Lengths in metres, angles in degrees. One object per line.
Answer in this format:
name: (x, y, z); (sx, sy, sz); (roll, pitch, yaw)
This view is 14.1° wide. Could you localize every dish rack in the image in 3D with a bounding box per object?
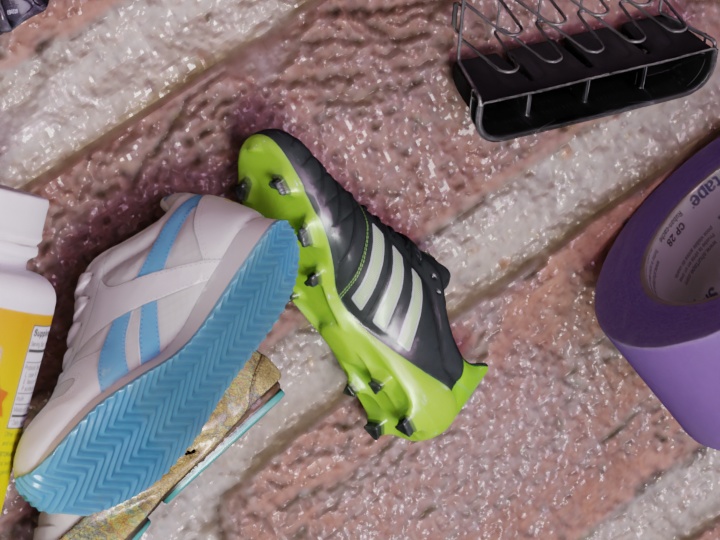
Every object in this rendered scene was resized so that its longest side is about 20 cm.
dish rack: (0.123, -0.176, 1.553); (0.153, 0.055, 0.200); (-15, 131, -24)

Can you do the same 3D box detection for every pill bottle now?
pill bottle: (-0.215, 0.052, 1.431); (0.109, 0.109, 0.200); (14, 92, -27)

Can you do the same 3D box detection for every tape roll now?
tape roll: (0.232, -0.002, 1.589); (0.200, 0.200, 0.085); (-47, 114, -12)

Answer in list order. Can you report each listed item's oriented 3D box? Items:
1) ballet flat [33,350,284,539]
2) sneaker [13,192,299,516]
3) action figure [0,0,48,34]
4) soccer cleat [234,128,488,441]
ballet flat: (-0.125, 0.110, 1.516); (0.200, 0.071, 0.071); (-48, 114, -11)
sneaker: (-0.115, 0.042, 1.473); (0.200, 0.081, 0.077); (-50, 146, -30)
action figure: (-0.254, -0.124, 1.395); (0.200, 0.102, 0.119); (-22, 118, 6)
soccer cleat: (0.000, 0.000, 1.560); (0.081, 0.067, 0.200); (-44, 116, -33)
